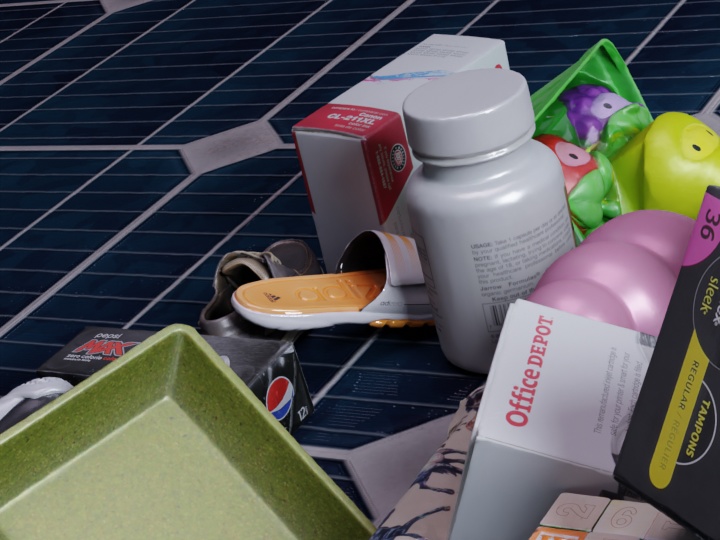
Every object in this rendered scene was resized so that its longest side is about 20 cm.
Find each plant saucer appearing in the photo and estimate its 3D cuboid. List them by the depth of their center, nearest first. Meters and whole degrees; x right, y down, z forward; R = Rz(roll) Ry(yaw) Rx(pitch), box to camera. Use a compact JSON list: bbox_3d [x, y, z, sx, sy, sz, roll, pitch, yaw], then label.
[{"bbox_3d":[-0.122,0.157,1.027,0.200,0.048,0.200,-34,73,-34],"label":"plant saucer"}]

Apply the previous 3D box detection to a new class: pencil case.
[{"bbox_3d":[0.055,0.147,1.006,0.089,0.078,0.200,22,39,18],"label":"pencil case"}]

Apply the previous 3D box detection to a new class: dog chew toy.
[{"bbox_3d":[0.166,0.031,1.095,0.124,0.125,0.200,5,15,36],"label":"dog chew toy"}]

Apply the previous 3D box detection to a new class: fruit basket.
[{"bbox_3d":[0.209,-0.088,1.347,0.216,0.156,0.216,-28,15,8],"label":"fruit basket"}]

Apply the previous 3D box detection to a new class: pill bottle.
[{"bbox_3d":[0.094,-0.037,1.218,0.114,0.200,0.114,-12,26,6],"label":"pill bottle"}]

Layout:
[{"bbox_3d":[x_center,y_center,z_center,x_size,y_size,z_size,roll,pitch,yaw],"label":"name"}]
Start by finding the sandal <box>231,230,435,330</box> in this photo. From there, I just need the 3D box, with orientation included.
[{"bbox_3d":[0.003,0.004,1.289,0.207,0.059,0.079,-6,31,-29],"label":"sandal"}]

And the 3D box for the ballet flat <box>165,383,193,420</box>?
[{"bbox_3d":[-0.171,0.144,1.141,0.200,0.072,0.072,-38,24,8],"label":"ballet flat"}]

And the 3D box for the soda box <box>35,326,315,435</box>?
[{"bbox_3d":[-0.139,0.089,1.252,0.200,0.063,0.071,2,30,33],"label":"soda box"}]

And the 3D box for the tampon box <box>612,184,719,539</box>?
[{"bbox_3d":[0.245,0.056,0.786,0.200,0.150,0.126,5,18,-36],"label":"tampon box"}]

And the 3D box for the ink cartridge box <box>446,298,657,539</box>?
[{"bbox_3d":[0.162,0.107,0.941,0.200,0.084,0.145,15,32,6],"label":"ink cartridge box"}]

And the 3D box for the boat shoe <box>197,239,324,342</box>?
[{"bbox_3d":[-0.076,0.018,1.349,0.074,0.073,0.200,-8,26,15],"label":"boat shoe"}]

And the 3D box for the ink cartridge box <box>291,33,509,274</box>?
[{"bbox_3d":[0.048,-0.094,1.425,0.083,0.146,0.200,10,35,40],"label":"ink cartridge box"}]

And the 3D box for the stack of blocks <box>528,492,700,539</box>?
[{"bbox_3d":[0.185,0.181,0.823,0.200,0.115,0.059,3,31,33],"label":"stack of blocks"}]

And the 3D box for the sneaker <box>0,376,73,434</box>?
[{"bbox_3d":[-0.222,0.170,1.066,0.200,0.075,0.114,-55,45,-1],"label":"sneaker"}]
